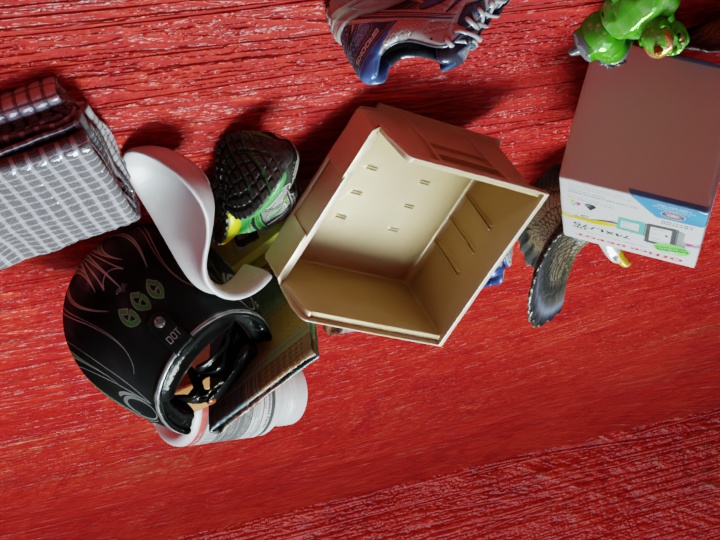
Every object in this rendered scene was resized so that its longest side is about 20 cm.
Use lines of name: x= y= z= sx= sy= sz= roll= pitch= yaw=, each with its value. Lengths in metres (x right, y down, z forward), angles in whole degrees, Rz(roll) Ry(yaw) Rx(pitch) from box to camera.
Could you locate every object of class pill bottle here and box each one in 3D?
pill bottle: x=-0.178 y=0.173 z=2.110 sx=0.199 sy=0.117 sz=0.116 roll=-3 pitch=158 yaw=-41

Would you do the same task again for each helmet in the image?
helmet: x=-0.205 y=0.048 z=1.555 sx=0.199 sy=0.190 sz=0.201 roll=-35 pitch=147 yaw=-27

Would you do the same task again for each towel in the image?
towel: x=-0.102 y=0.072 z=1.610 sx=0.146 sy=0.201 sz=0.022 roll=-38 pitch=117 yaw=17
towel: x=-0.281 y=-0.070 z=1.281 sx=0.164 sy=0.086 sz=0.200 roll=-18 pitch=163 yaw=1

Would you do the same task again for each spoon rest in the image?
spoon rest: x=-0.152 y=-0.039 z=1.416 sx=0.099 sy=0.061 sz=0.200 roll=15 pitch=151 yaw=41

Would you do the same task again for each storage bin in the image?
storage bin: x=0.041 y=-0.043 z=1.505 sx=0.197 sy=0.094 sz=0.201 roll=11 pitch=124 yaw=-39

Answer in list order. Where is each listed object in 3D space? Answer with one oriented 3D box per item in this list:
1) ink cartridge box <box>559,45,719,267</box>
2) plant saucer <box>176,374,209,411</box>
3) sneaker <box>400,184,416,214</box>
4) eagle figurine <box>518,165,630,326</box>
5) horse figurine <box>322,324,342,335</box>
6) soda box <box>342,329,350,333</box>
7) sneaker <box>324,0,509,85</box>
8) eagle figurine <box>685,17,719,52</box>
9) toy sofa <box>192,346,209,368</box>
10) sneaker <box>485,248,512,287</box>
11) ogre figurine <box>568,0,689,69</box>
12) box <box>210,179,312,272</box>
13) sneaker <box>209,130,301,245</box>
ink cartridge box: x=0.283 y=-0.111 z=1.522 sx=0.145 sy=0.147 sz=0.200 roll=14 pitch=169 yaw=12
plant saucer: x=-0.163 y=0.122 z=1.855 sx=0.199 sy=0.038 sz=0.200 roll=-28 pitch=-174 yaw=3
sneaker: x=0.058 y=-0.084 z=1.629 sx=0.081 sy=0.070 sz=0.200 roll=-54 pitch=151 yaw=-11
eagle figurine: x=0.244 y=-0.049 z=1.750 sx=0.199 sy=0.152 sz=0.151 roll=-33 pitch=166 yaw=25
horse figurine: x=0.000 y=0.000 z=1.711 sx=0.132 sy=0.050 sz=0.201 roll=-16 pitch=134 yaw=-58
soda box: x=0.042 y=0.020 z=1.815 sx=0.198 sy=0.064 sz=0.068 roll=-11 pitch=-155 yaw=32
sneaker: x=0.076 y=-0.201 z=1.217 sx=0.198 sy=0.086 sz=0.077 roll=-21 pitch=163 yaw=11
eagle figurine: x=0.410 y=-0.230 z=1.446 sx=0.199 sy=0.151 sz=0.153 roll=25 pitch=99 yaw=-24
toy sofa: x=-0.122 y=0.050 z=1.804 sx=0.199 sy=0.098 sz=0.083 roll=-26 pitch=163 yaw=25
sneaker: x=0.154 y=-0.041 z=1.807 sx=0.075 sy=0.089 sz=0.200 roll=-15 pitch=162 yaw=0
ogre figurine: x=0.249 y=-0.230 z=1.298 sx=0.199 sy=0.099 sz=0.119 roll=-12 pitch=-170 yaw=45
box: x=-0.107 y=-0.033 z=1.633 sx=0.075 sy=0.051 sz=0.199 roll=-4 pitch=158 yaw=-44
sneaker: x=-0.093 y=-0.087 z=1.459 sx=0.084 sy=0.079 sz=0.200 roll=-18 pitch=174 yaw=-21
